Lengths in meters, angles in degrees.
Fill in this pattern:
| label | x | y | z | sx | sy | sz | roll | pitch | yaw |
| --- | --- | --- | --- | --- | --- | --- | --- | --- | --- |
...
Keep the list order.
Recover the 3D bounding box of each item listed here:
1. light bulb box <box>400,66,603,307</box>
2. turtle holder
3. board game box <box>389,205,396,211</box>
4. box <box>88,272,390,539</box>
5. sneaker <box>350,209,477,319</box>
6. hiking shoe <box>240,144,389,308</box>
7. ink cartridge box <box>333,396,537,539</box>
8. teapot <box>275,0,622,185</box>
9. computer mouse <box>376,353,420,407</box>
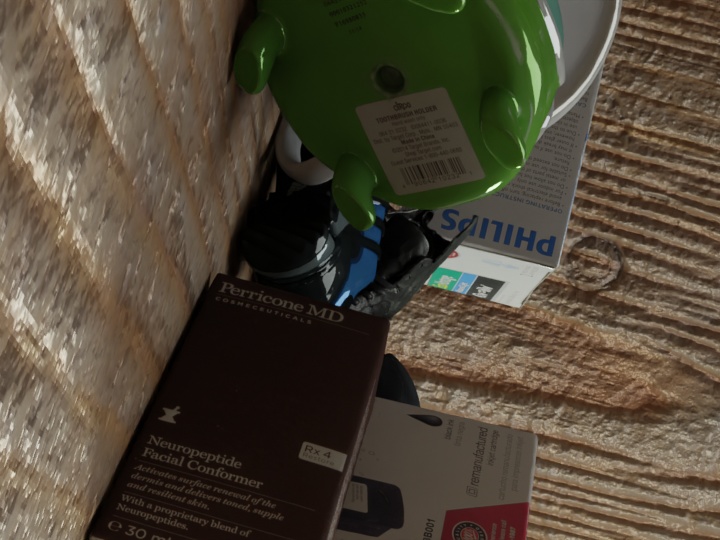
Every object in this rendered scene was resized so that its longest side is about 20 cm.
| label | x | y | z | sx | sy | sz | roll | pitch | yaw |
| --- | --- | --- | --- | --- | --- | --- | --- | --- | --- |
| light bulb box | 0.107 | -0.092 | 1.157 | 0.198 | 0.124 | 0.202 | 100 | 4 | -80 |
| turtle holder | 0.016 | -0.125 | 0.678 | 0.141 | 0.185 | 0.132 | -45 | -172 | 44 |
| board game box | -0.015 | 0.041 | 1.097 | 0.120 | 0.032 | 0.202 | -125 | -132 | -69 |
| box | -0.054 | 0.095 | 0.694 | 0.201 | 0.099 | 0.075 | -72 | 176 | -55 |
| sneaker | 0.002 | 0.002 | 0.949 | 0.104 | 0.060 | 0.199 | -51 | 163 | 25 |
| hiking shoe | -0.017 | -0.033 | 0.889 | 0.200 | 0.074 | 0.087 | -58 | 143 | -49 |
| ink cartridge box | -0.009 | 0.141 | 0.808 | 0.145 | 0.198 | 0.085 | -70 | 171 | -61 |
| teapot | 0.042 | -0.162 | 0.834 | 0.146 | 0.199 | 0.199 | 19 | -61 | 60 |
| computer mouse | -0.005 | 0.146 | 0.977 | 0.139 | 0.052 | 0.201 | 102 | 15 | -54 |
